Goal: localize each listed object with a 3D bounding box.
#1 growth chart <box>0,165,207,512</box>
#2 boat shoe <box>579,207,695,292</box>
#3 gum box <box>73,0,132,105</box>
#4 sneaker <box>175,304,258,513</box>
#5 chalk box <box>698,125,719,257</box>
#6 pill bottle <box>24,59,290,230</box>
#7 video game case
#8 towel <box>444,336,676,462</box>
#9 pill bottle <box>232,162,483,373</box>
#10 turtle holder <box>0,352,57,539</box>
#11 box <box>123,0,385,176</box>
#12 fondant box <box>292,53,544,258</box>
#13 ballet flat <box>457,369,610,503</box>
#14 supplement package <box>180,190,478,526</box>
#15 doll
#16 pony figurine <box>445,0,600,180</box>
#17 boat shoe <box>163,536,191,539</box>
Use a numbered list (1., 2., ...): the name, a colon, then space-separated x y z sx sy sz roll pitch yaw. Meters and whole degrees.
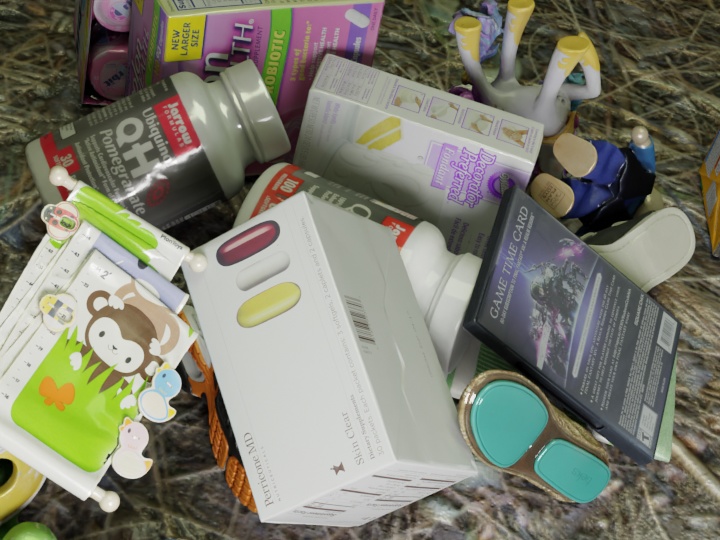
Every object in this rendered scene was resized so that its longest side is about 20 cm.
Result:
1. growth chart: -0.179 0.046 1.106 0.144 0.018 0.202 26 66 -13
2. boat shoe: 0.202 0.002 1.416 0.199 0.060 0.074 -32 99 -34
3. gum box: -0.214 -0.262 1.486 0.065 0.201 0.114 1 44 -15
4. sneaker: -0.073 0.097 1.265 0.091 0.076 0.201 -8 50 -29
5. chalk box: 0.435 -0.080 1.553 0.198 0.126 0.125 10 44 -9
6. pill bottle: -0.161 -0.093 1.348 0.198 0.111 0.111 -26 53 -3
7. video game case: 0.173 0.043 1.324 0.199 0.019 0.144 37 50 -20
8. towel: 0.167 0.076 1.392 0.198 0.024 0.153 17 44 -1
9. pill bottle: 0.000 0.000 1.341 0.198 0.117 0.116 23 44 13
10. turtle holder: -0.274 0.121 1.124 0.139 0.132 0.188 5 70 -22
11. box: -0.097 -0.180 1.454 0.198 0.177 0.097 -7 43 -23
12. fondant box: 0.042 -0.085 1.426 0.198 0.145 0.059 17 43 2
13. ballet flat: 0.118 0.118 1.249 0.071 0.200 0.065 -47 45 1
14. supplement package: -0.022 0.068 1.186 0.155 0.110 0.202 20 47 -63
15. doll: 0.216 -0.067 1.475 0.048 0.137 0.199 36 14 29
16. pony figurine: 0.133 -0.148 1.510 0.191 0.201 0.167 14 48 21
17. boat shoe: -0.067 0.256 1.097 0.201 0.072 0.072 54 23 11
